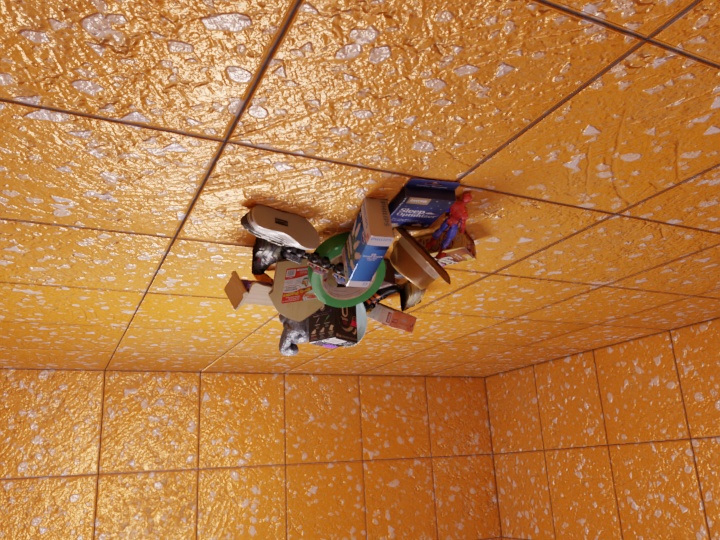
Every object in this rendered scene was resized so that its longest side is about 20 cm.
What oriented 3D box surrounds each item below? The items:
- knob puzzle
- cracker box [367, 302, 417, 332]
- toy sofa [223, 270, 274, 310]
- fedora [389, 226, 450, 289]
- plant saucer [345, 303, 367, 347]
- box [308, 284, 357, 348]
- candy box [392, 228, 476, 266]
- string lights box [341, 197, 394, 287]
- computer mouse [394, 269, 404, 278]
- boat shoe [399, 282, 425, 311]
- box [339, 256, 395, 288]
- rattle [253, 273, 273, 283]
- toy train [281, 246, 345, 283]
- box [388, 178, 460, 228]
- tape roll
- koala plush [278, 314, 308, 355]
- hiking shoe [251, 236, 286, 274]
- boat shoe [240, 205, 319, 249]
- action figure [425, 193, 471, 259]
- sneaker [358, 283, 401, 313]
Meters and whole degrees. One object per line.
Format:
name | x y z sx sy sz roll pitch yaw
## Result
knob puzzle | -0.152 0.045 1.636 0.215 0.031 0.223 -19 132 -22
cracker box | 0.072 0.142 2.082 0.198 0.059 0.133 19 179 43
toy sofa | -0.250 0.050 1.650 0.198 0.083 0.098 10 124 -48
fedora | 0.129 -0.019 1.504 0.082 0.201 0.200 -45 152 7
plant saucer | -0.050 0.140 1.998 0.198 0.206 0.038 -16 180 37
box | -0.084 0.120 1.883 0.104 0.205 0.121 -14 160 31
candy box | 0.195 -0.050 1.650 0.196 0.058 0.116 -13 160 23
string lights box | 0.014 -0.060 1.427 0.057 0.105 0.201 3 146 -17
computer mouse | 0.178 -0.006 1.819 0.196 0.035 0.058 -13 159 26
boat shoe | 0.169 0.088 2.043 0.065 0.076 0.200 -4 167 -7
box | 0.000 0.000 1.743 0.099 0.077 0.198 -17 159 37
rattle | -0.186 0.004 1.776 0.199 0.144 0.130 -33 -177 39
toy train | -0.098 -0.013 1.509 0.196 0.034 0.046 23 116 -8
box | 0.130 -0.143 1.385 0.118 0.033 0.200 2 160 -17
tape roll | -0.035 0.000 1.595 0.195 0.049 0.204 -10 129 -12
koala plush | -0.169 0.192 2.160 0.195 0.181 0.184 8 150 -20
hiking shoe | -0.221 -0.037 1.579 0.098 0.078 0.200 5 160 -14
boat shoe | -0.181 -0.094 1.431 0.197 0.072 0.063 23 150 -38
action figure | 0.210 -0.108 1.441 0.051 0.066 0.201 -25 157 -29
sneaker | 0.041 0.093 2.004 0.196 0.092 0.070 -9 163 24
